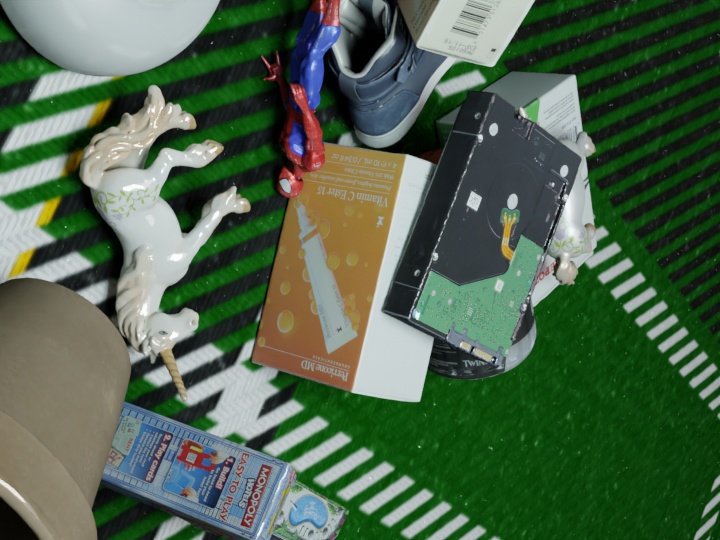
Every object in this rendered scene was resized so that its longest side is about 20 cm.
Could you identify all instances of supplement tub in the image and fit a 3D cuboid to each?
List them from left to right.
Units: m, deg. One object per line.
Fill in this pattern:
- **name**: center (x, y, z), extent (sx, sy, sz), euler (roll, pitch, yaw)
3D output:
- **supplement tub**: center (0.097, -0.008, 1.238), extent (0.122, 0.122, 0.202), euler (-36, 126, -38)

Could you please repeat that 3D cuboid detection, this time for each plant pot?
- **plant pot**: center (-0.235, 0.104, 0.842), extent (0.175, 0.198, 0.201), euler (-61, 140, -44)

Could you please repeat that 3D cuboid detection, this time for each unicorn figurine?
- **unicorn figurine**: center (-0.149, -0.028, 0.979), extent (0.137, 0.074, 0.201), euler (-41, 116, -20)
- **unicorn figurine**: center (0.185, -0.082, 1.224), extent (0.137, 0.073, 0.202), euler (-24, 95, -68)

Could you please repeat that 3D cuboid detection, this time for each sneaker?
- **sneaker**: center (0.040, -0.226, 1.127), extent (0.204, 0.076, 0.146), euler (-64, 155, -16)

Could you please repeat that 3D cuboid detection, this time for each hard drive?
- **hard drive**: center (0.106, -0.033, 1.098), extent (0.139, 0.038, 0.202), euler (26, 82, -43)

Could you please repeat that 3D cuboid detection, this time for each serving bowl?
- **serving bowl**: center (-0.158, -0.232, 0.898), extent (0.199, 0.065, 0.202), euler (-20, 118, -44)

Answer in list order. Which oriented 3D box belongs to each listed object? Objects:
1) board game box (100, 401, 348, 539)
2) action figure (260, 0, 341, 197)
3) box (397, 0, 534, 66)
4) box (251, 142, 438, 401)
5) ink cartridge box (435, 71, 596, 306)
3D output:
- **board game box**: center (-0.108, 0.166, 0.978), extent (0.200, 0.199, 0.062), euler (39, 69, -46)
- **action figure**: center (-0.048, -0.152, 1.067), extent (0.051, 0.065, 0.202), euler (-8, 121, -24)
- **box**: center (0.071, -0.271, 1.066), extent (0.077, 0.201, 0.095), euler (9, 131, -27)
- **box**: center (0.000, 0.000, 1.123), extent (0.097, 0.124, 0.202), euler (14, 88, -50)
- **ink cartridge box**: center (0.164, -0.084, 1.328), extent (0.146, 0.083, 0.202), euler (-35, 123, -40)
